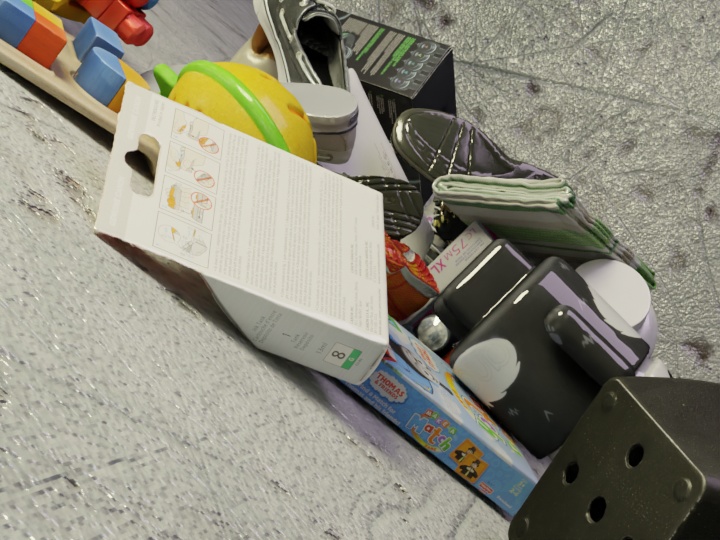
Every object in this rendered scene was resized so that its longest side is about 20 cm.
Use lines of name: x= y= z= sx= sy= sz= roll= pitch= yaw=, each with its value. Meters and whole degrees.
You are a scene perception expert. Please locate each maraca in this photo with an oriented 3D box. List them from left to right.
maraca: x=-0.103 y=-0.098 z=1.081 sx=0.200 sy=0.107 sz=0.138 roll=23 pitch=-43 yaw=56

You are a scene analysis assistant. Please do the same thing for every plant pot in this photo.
plant pot: x=0.216 y=0.183 z=0.918 sx=0.177 sy=0.200 sz=0.200 roll=25 pitch=16 yaw=-26

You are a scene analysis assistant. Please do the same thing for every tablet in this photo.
tablet: x=0.010 y=-0.080 z=1.365 sx=0.201 sy=0.014 sz=0.130 roll=62 pitch=36 yaw=-23

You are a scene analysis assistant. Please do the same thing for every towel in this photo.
towel: x=0.174 y=-0.037 z=1.325 sx=0.149 sy=0.031 sz=0.200 roll=9 pitch=-16 yaw=40

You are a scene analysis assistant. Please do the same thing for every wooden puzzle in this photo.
wooden puzzle: x=-0.226 y=-0.171 z=1.073 sx=0.200 sy=0.046 sz=0.185 roll=38 pitch=10 yaw=-29

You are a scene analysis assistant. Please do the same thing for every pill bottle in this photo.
pill bottle: x=0.215 y=0.077 z=1.349 sx=0.112 sy=0.112 sz=0.201 roll=46 pitch=-26 yaw=24

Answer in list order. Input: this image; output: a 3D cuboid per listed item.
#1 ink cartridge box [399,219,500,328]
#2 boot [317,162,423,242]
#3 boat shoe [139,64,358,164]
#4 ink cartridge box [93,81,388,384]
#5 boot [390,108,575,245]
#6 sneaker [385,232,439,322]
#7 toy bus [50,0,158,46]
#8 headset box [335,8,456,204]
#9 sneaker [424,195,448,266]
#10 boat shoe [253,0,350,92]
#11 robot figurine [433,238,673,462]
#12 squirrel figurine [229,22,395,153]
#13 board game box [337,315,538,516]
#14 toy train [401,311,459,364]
ink cartridge box: x=0.127 y=0.039 z=1.382 sx=0.200 sy=0.119 sz=0.042 roll=32 pitch=18 yaw=-49
boot: x=-0.049 y=-0.053 z=1.242 sx=0.199 sy=0.068 sz=0.131 roll=16 pitch=-15 yaw=-10
boat shoe: x=-0.100 y=-0.128 z=1.234 sx=0.198 sy=0.070 sz=0.071 roll=7 pitch=38 yaw=5
ink cartridge box: x=-0.077 y=-0.025 z=0.929 sx=0.199 sy=0.050 sz=0.161 roll=21 pitch=37 yaw=-17
boot: x=0.096 y=-0.077 z=1.418 sx=0.203 sy=0.074 sz=0.154 roll=26 pitch=-22 yaw=-16
sneaker: x=0.000 y=0.000 z=1.139 sx=0.073 sy=0.077 sz=0.200 roll=59 pitch=9 yaw=33
toy bus: x=-0.248 y=-0.270 z=1.179 sx=0.192 sy=0.136 sz=0.200 roll=47 pitch=9 yaw=4
headset box: x=0.012 y=-0.184 z=1.586 sx=0.199 sy=0.093 sz=0.175 roll=22 pitch=-34 yaw=24
sneaker: x=0.090 y=-0.045 z=1.547 sx=0.078 sy=0.140 sz=0.200 roll=41 pitch=8 yaw=-9
boat shoe: x=-0.048 y=-0.218 z=1.298 sx=0.071 sy=0.068 sz=0.201 roll=10 pitch=55 yaw=-30
robot figurine: x=0.150 y=0.070 z=1.087 sx=0.200 sy=0.125 sz=0.150 roll=45 pitch=25 yaw=5
squirrel figurine: x=-0.053 y=-0.154 z=1.448 sx=0.186 sy=0.142 sz=0.200 roll=41 pitch=6 yaw=-3
board game box: x=0.035 y=0.081 z=1.053 sx=0.200 sy=0.037 sz=0.151 roll=41 pitch=9 yaw=-19
toy train: x=0.106 y=0.080 z=1.247 sx=0.114 sy=0.085 sz=0.200 roll=55 pitch=12 yaw=16
